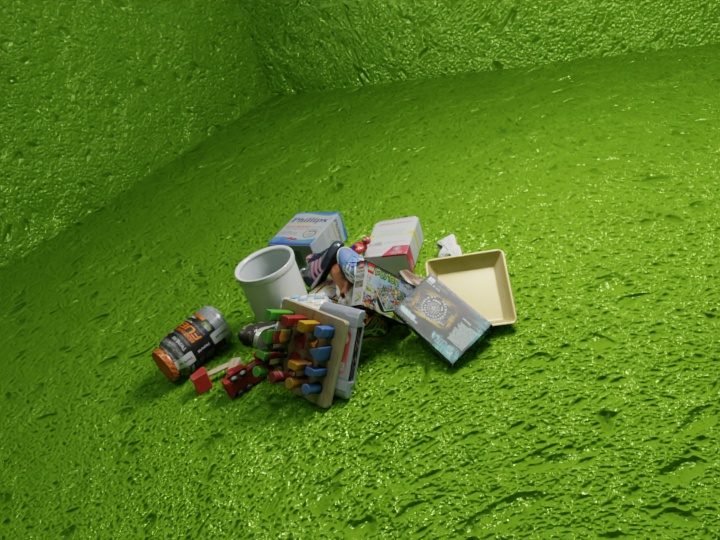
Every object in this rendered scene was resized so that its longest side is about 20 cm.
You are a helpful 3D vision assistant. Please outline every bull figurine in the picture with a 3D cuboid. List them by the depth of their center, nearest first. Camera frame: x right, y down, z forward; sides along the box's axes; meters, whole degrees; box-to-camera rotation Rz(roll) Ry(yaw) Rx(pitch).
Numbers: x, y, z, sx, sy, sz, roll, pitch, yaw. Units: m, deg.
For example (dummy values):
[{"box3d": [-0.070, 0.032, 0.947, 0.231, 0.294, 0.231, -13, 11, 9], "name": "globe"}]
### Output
[{"box3d": [-0.024, 0.028, 1.593, 0.120, 0.066, 0.201, -20, 33, -8], "name": "bull figurine"}]

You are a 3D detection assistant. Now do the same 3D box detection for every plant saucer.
[{"box3d": [0.265, 0.058, 1.423, 0.196, 0.049, 0.203, -8, 60, 8], "name": "plant saucer"}]

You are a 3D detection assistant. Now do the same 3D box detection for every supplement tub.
[{"box3d": [-0.459, 0.200, 1.596, 0.121, 0.124, 0.200, 13, 43, 42], "name": "supplement tub"}]

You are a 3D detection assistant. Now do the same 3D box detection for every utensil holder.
[{"box3d": [-0.232, 0.061, 1.614, 0.167, 0.202, 0.171, -13, 31, 8], "name": "utensil holder"}]

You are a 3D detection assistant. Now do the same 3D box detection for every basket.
[{"box3d": [-0.130, 0.165, 1.471, 0.173, 0.140, 0.203, -5, 60, 15], "name": "basket"}]

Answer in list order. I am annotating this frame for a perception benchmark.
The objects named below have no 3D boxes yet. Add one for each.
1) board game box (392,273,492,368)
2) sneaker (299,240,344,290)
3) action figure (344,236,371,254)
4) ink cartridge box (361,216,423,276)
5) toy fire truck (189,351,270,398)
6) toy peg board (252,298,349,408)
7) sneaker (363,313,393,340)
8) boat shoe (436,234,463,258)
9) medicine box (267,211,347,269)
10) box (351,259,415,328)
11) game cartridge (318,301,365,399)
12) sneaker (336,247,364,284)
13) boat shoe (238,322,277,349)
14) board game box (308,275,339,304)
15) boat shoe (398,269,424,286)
[{"box3d": [0.189, 0.114, 1.364, 0.135, 0.028, 0.200, -41, 61, -13], "name": "board game box"}, {"box3d": [-0.118, -0.028, 1.677, 0.082, 0.201, 0.070, 44, 38, 11], "name": "sneaker"}, {"box3d": [-0.043, -0.047, 1.705, 0.198, 0.052, 0.065, -28, -1, 35], "name": "action figure"}, {"box3d": [0.099, -0.068, 1.747, 0.143, 0.084, 0.201, -6, 34, 23], "name": "ink cartridge box"}, {"box3d": [-0.322, 0.260, 1.496, 0.198, 0.049, 0.140, -31, 29, -24], "name": "toy fire truck"}, {"box3d": [-0.148, 0.187, 1.332, 0.197, 0.204, 0.097, 17, 7, 35], "name": "toy peg board"}, {"box3d": [0.021, 0.125, 1.436, 0.198, 0.078, 0.079, -14, 56, -41], "name": "sneaker"}, {"box3d": [0.252, -0.037, 1.634, 0.068, 0.072, 0.201, -17, 22, 5], "name": "boat shoe"}, {"box3d": [-0.171, -0.100, 1.931, 0.179, 0.104, 0.201, 2, 37, 31], "name": "medicine box"}, {"box3d": [0.059, 0.061, 1.416, 0.034, 0.199, 0.112, -9, 66, 40], "name": "box"}, {"box3d": [-0.062, 0.180, 1.354, 0.132, 0.204, 0.041, 10, 0, 39], "name": "game cartridge"}, {"box3d": [0.000, 0.000, 1.502, 0.075, 0.078, 0.201, -25, 52, -18], "name": "sneaker"}, {"box3d": [-0.246, 0.164, 1.493, 0.060, 0.073, 0.201, 12, -3, 14], "name": "boat shoe"}, {"box3d": [-0.029, 0.061, 1.651, 0.198, 0.047, 0.151, 16, 46, 44], "name": "board game box"}, {"box3d": [0.166, 0.056, 1.533, 0.071, 0.077, 0.200, -23, 40, -15], "name": "boat shoe"}]
